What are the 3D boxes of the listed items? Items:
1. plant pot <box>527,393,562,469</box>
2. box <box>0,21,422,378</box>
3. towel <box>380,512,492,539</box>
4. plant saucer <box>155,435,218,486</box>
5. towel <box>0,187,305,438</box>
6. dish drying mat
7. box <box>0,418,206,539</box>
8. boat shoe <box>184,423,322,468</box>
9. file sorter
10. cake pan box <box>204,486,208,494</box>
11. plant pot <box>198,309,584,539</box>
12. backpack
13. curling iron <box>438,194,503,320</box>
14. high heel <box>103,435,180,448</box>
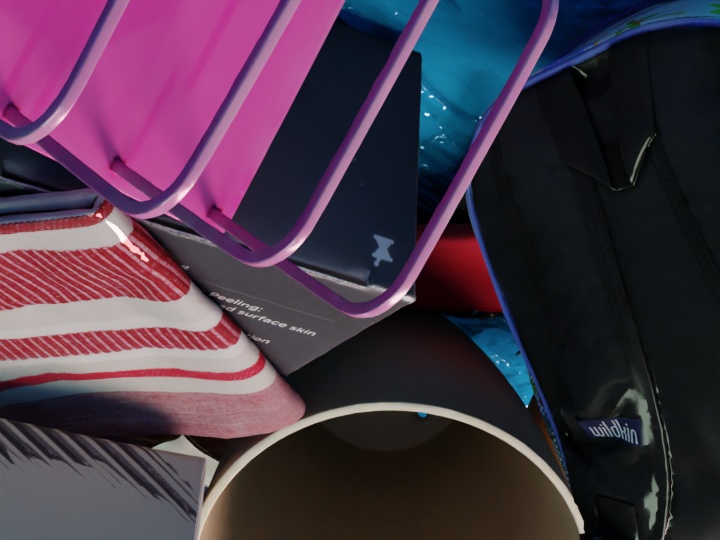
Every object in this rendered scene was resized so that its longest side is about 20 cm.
[{"bbox_3d":[0.174,0.095,0.956,0.198,0.202,0.183,13,169,-21],"label":"plant pot"},{"bbox_3d":[-0.106,-0.031,0.777,0.195,0.119,0.200,17,153,-27],"label":"box"},{"bbox_3d":[0.048,0.185,1.054,0.199,0.022,0.147,8,139,37],"label":"towel"},{"bbox_3d":[-0.143,0.129,1.210,0.198,0.051,0.201,2,155,1],"label":"plant saucer"},{"bbox_3d":[-0.121,0.027,0.741,0.143,0.023,0.200,-6,153,17],"label":"towel"},{"bbox_3d":[0.000,0.000,0.910,0.198,0.018,0.077,1,154,31],"label":"dish drying mat"},{"bbox_3d":[-0.172,0.104,0.801,0.198,0.069,0.082,12,154,-14],"label":"box"},{"bbox_3d":[-0.044,0.095,1.063,0.070,0.071,0.199,-27,153,27],"label":"boat shoe"},{"bbox_3d":[-0.057,-0.089,0.566,0.199,0.140,0.125,27,-177,-41],"label":"file sorter"},{"bbox_3d":[-0.117,0.148,1.003,0.199,0.053,0.184,21,180,-34],"label":"cake pan box"},{"bbox_3d":[0.012,0.099,0.931,0.185,0.200,0.189,0,115,0],"label":"plant pot"},{"bbox_3d":[0.144,-0.009,0.728,0.182,0.201,0.147,-19,-168,36],"label":"backpack"},{"bbox_3d":[0.057,-0.022,0.887,0.049,0.026,0.200,9,156,2],"label":"curling iron"},{"bbox_3d":[-0.192,0.068,0.947,0.199,0.068,0.096,22,152,-31],"label":"high heel"}]
